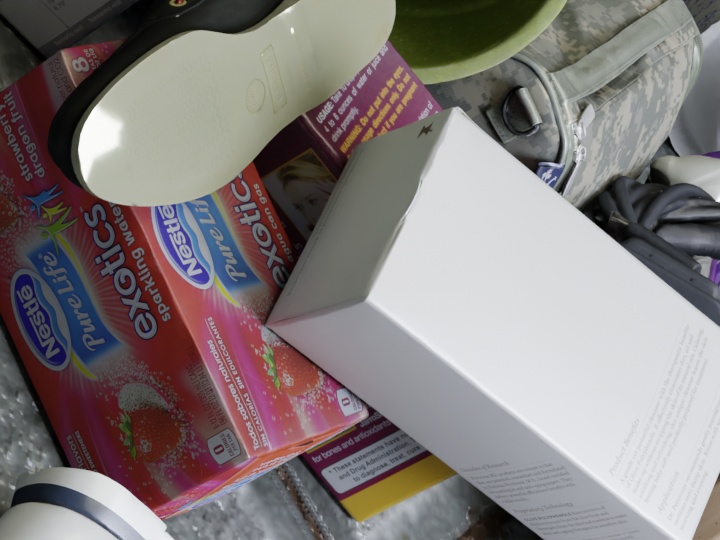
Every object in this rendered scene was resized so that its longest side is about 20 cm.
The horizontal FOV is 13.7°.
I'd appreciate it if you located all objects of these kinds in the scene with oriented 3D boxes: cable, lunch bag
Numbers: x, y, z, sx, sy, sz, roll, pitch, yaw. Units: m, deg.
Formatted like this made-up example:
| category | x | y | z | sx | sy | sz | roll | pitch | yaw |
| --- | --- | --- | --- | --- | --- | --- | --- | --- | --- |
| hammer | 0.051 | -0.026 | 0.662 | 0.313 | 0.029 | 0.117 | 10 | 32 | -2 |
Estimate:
| category | x | y | z | sx | sy | sz | roll | pitch | yaw |
| --- | --- | --- | --- | --- | --- | --- | --- | --- | --- |
| cable | 0.199 | 0.019 | 1.484 | 0.200 | 0.051 | 0.163 | 29 | 22 | 20 |
| lunch bag | 0.075 | -0.079 | 1.551 | 0.139 | 0.168 | 0.200 | 58 | 35 | -2 |

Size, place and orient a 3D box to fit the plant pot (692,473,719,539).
| category | x | y | z | sx | sy | sz | roll | pitch | yaw |
| --- | --- | --- | --- | --- | --- | --- | --- | --- | --- |
| plant pot | 0.171 | 0.095 | 1.527 | 0.093 | 0.201 | 0.201 | 55 | 34 | 9 |

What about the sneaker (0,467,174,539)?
| category | x | y | z | sx | sy | sz | roll | pitch | yaw |
| --- | --- | --- | --- | --- | --- | --- | --- | --- | --- |
| sneaker | -0.084 | 0.170 | 1.269 | 0.200 | 0.076 | 0.081 | 39 | 51 | -20 |

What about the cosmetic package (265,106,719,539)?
| category | x | y | z | sx | sy | sz | roll | pitch | yaw |
| --- | --- | --- | --- | --- | --- | --- | --- | --- | --- |
| cosmetic package | 0.071 | 0.033 | 1.328 | 0.200 | 0.085 | 0.108 | 39 | 61 | -21 |

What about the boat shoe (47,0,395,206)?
| category | x | y | z | sx | sy | sz | roll | pitch | yaw |
| --- | --- | --- | --- | --- | --- | --- | --- | --- | --- |
| boat shoe | -0.068 | -0.086 | 1.301 | 0.201 | 0.063 | 0.074 | -37 | 131 | -42 |

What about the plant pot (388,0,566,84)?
| category | x | y | z | sx | sy | sz | roll | pitch | yaw |
| --- | --- | --- | --- | --- | --- | --- | --- | --- | --- |
| plant pot | 0.037 | -0.220 | 1.472 | 0.200 | 0.200 | 0.190 | 51 | 30 | -12 |

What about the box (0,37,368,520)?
| category | x | y | z | sx | sy | sz | roll | pitch | yaw |
| --- | --- | --- | --- | --- | --- | --- | --- | --- | --- |
| box | -0.095 | 0.005 | 1.336 | 0.095 | 0.100 | 0.200 | -16 | 79 | -53 |

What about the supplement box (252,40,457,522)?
| category | x | y | z | sx | sy | sz | roll | pitch | yaw |
| --- | --- | --- | --- | --- | --- | --- | --- | --- | --- |
| supplement box | 0.000 | 0.000 | 1.434 | 0.200 | 0.131 | 0.103 | 52 | 36 | -14 |

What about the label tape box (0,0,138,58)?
| category | x | y | z | sx | sy | sz | roll | pitch | yaw |
| --- | --- | --- | --- | --- | --- | --- | --- | --- | --- |
| label tape box | -0.158 | -0.210 | 1.374 | 0.200 | 0.144 | 0.063 | 45 | 40 | -20 |

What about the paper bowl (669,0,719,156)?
| category | x | y | z | sx | sy | sz | roll | pitch | yaw |
| --- | --- | --- | --- | --- | --- | --- | --- | --- | --- |
| paper bowl | 0.281 | -0.110 | 1.803 | 0.201 | 0.201 | 0.104 | 34 | 42 | -32 |

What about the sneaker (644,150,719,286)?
| category | x | y | z | sx | sy | sz | roll | pitch | yaw |
| --- | --- | --- | --- | --- | --- | --- | --- | --- | --- |
| sneaker | 0.201 | -0.009 | 1.665 | 0.083 | 0.200 | 0.081 | -18 | 71 | -10 |
